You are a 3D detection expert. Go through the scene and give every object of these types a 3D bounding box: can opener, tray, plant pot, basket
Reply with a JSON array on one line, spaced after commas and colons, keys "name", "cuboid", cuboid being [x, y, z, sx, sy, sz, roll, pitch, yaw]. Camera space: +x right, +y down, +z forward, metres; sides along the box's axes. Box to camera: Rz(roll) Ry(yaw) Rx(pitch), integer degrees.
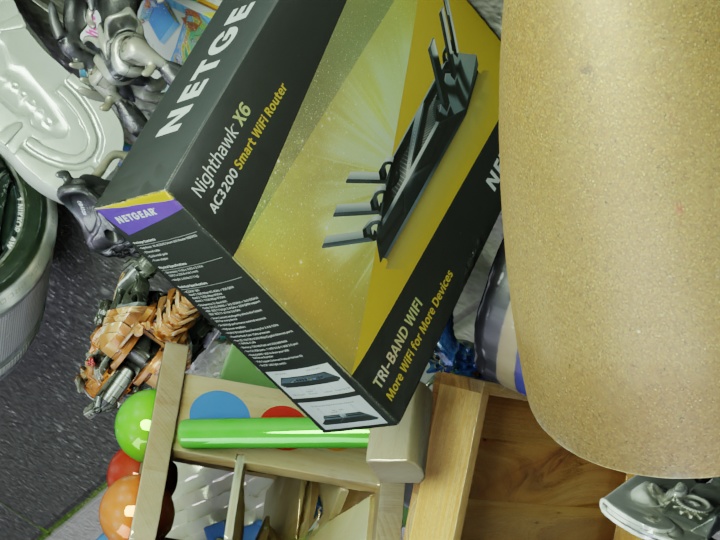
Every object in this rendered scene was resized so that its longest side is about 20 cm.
[{"name": "can opener", "cuboid": [0.176, 0.119, 0.979, 0.053, 0.200, 0.067, 22, 109, 25]}, {"name": "tray", "cuboid": [0.104, 0.116, 1.044, 0.037, 0.099, 0.200, 10, 179, 40]}, {"name": "plant pot", "cuboid": [0.132, -0.052, 0.767, 0.186, 0.186, 0.200, 8, 131, 39]}, {"name": "basket", "cuboid": [-0.050, 0.175, 1.239, 0.139, 0.176, 0.201, -21, 86, 22]}]

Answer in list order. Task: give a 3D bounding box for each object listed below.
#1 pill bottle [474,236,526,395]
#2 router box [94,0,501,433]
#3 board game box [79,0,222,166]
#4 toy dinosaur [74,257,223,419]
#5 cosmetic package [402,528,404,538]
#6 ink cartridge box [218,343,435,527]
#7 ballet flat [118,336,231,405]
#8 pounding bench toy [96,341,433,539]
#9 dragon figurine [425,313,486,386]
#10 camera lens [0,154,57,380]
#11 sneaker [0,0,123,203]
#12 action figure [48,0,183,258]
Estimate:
[{"name": "pill bottle", "cuboid": [0.165, 0.037, 0.928, 0.199, 0.112, 0.112, 22, 153, 19]}, {"name": "router box", "cuboid": [-0.009, -0.054, 0.855, 0.052, 0.200, 0.157, -12, 132, 46]}, {"name": "board game box", "cuboid": [-0.092, -0.103, 1.051, 0.134, 0.034, 0.200, 26, 154, 11]}, {"name": "toy dinosaur", "cuboid": [-0.123, 0.035, 1.209, 0.200, 0.136, 0.102, -4, 136, 50]}, {"name": "cosmetic package", "cuboid": [0.021, 0.163, 1.344, 0.200, 0.051, 0.083, 28, 121, 8]}, {"name": "ink cartridge box", "cuboid": [-0.014, 0.068, 1.147, 0.200, 0.104, 0.059, 35, 157, -34]}, {"name": "ballet flat", "cuboid": [-0.121, 0.074, 1.348, 0.072, 0.072, 0.200, 45, 155, -26]}, {"name": "pounding bench toy", "cuboid": [-0.056, 0.110, 1.009, 0.155, 0.125, 0.200, 12, 142, -7]}, {"name": "dragon figurine", "cuboid": [0.000, 0.000, 1.028, 0.199, 0.100, 0.059, 22, 158, -24]}, {"name": "camera lens", "cuboid": [-0.290, -0.007, 1.287, 0.160, 0.160, 0.200, 31, 154, 1]}, {"name": "sneaker", "cuboid": [-0.213, -0.116, 1.084, 0.200, 0.076, 0.081, 53, 170, 3]}, {"name": "action figure", "cuboid": [-0.093, -0.105, 0.910, 0.119, 0.201, 0.102, -22, 150, 37]}]
